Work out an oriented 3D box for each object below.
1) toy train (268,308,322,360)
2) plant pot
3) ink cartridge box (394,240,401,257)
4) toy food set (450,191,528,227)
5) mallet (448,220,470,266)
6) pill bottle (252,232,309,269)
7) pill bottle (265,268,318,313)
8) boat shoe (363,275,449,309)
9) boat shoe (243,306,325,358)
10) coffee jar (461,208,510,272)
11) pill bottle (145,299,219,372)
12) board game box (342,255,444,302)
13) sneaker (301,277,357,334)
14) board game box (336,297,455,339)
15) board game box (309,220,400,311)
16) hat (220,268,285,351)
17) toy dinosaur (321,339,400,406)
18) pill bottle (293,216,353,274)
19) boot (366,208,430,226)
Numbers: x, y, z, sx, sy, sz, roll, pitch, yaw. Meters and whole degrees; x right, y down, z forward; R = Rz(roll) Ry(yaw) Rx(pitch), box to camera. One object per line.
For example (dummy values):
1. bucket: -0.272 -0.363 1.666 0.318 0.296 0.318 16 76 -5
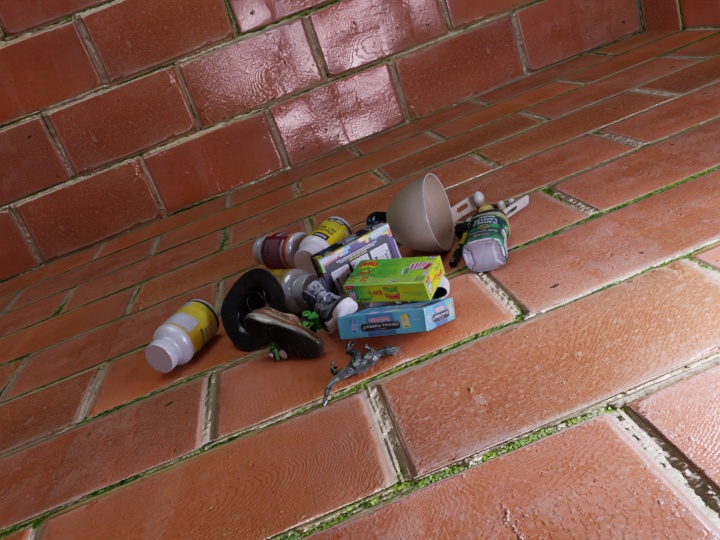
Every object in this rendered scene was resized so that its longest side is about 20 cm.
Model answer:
1. toy train: -0.138 0.142 1.604 0.056 0.042 0.200 9 35 31
2. plant pot: 0.145 -0.136 1.806 0.133 0.202 0.201 -14 21 27
3. ink cartridge box: -0.001 -0.028 1.832 0.198 0.085 0.144 -21 20 -5
4. toy food set: 0.342 -0.173 1.903 0.143 0.061 0.199 -32 23 -28
5. mallet: 0.265 -0.069 1.758 0.065 0.041 0.201 -16 25 23
6. pill bottle: -0.235 -0.058 2.091 0.198 0.114 0.113 2 29 45
7. pill bottle: -0.187 0.052 1.768 0.198 0.114 0.113 -2 27 43
8. boat shoe: 0.102 0.060 1.542 0.197 0.073 0.066 -10 17 5
9. boat shoe: -0.162 0.127 1.532 0.198 0.076 0.074 21 39 20
10. coffee jar: 0.303 -0.077 1.662 0.103 0.086 0.200 -13 21 20
11. pill bottle: -0.446 0.165 1.735 0.111 0.113 0.200 -9 23 27
12. board game box: 0.072 0.020 1.507 0.198 0.048 0.102 -3 33 31
13. sneaker: -0.074 0.069 1.517 0.075 0.114 0.200 -37 -6 -17
14. board game box: 0.075 0.099 1.426 0.198 0.048 0.150 -8 2 30
15. board game box: 0.000 0.000 1.643 0.198 0.167 0.057 -28 23 -19
16. hat: -0.244 0.097 1.696 0.198 0.204 0.081 -9 -10 29
17. toy dinosaur: -0.017 0.186 1.371 0.199 0.048 0.088 -33 30 -22
18. pill bottle: -0.106 -0.066 1.988 0.111 0.114 0.200 -7 24 31
19. boot: 0.129 -0.146 1.941 0.161 0.074 0.197 -15 -6 34
